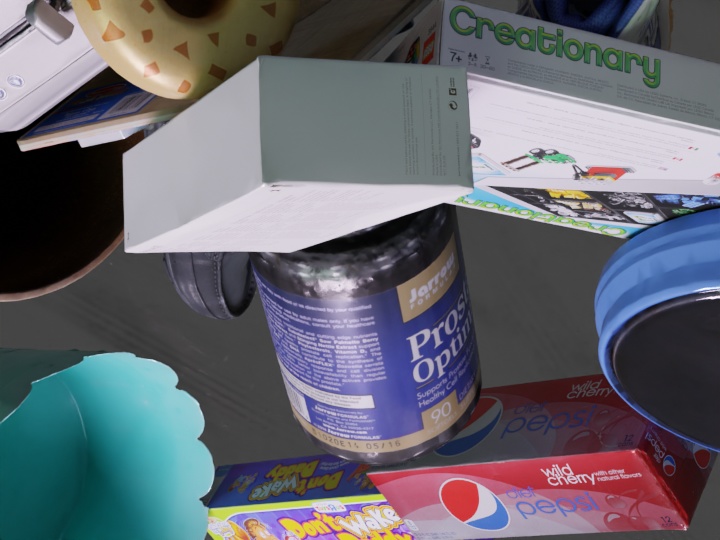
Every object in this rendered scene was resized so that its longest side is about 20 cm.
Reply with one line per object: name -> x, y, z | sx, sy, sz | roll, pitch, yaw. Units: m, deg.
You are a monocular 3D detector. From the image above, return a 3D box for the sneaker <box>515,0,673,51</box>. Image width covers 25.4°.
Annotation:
sneaker -> 0.093, -0.115, 0.676 | 0.075, 0.088, 0.201 | 18, 141, 15

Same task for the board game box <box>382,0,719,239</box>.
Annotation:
board game box -> 0.100, -0.055, 0.685 | 0.199, 0.035, 0.126 | 10, 161, -19

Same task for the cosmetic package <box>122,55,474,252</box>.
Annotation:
cosmetic package -> -0.034, -0.042, 0.642 | 0.082, 0.051, 0.200 | -2, 175, -22

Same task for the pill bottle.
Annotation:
pill bottle -> 0.000, 0.000, 0.845 | 0.111, 0.112, 0.201 | 12, 138, 24

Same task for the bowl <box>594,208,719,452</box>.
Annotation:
bowl -> 0.209, 0.040, 0.754 | 0.200, 0.040, 0.201 | 12, 152, 6

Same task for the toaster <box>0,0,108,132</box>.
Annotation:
toaster -> -0.140, -0.168, 0.721 | 0.129, 0.201, 0.114 | -22, 136, 34

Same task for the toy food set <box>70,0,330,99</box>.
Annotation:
toy food set -> -0.059, -0.185, 0.627 | 0.049, 0.200, 0.198 | 25, 152, 57

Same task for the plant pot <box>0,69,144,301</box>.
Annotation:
plant pot -> -0.242, -0.085, 0.890 | 0.200, 0.187, 0.187 | 6, 137, 50

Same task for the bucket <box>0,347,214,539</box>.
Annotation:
bucket -> -0.216, 0.147, 1.087 | 0.134, 0.207, 0.208 | 6, 136, 44

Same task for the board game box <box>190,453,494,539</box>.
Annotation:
board game box -> -0.006, 0.189, 1.105 | 0.199, 0.045, 0.135 | -13, 123, 43

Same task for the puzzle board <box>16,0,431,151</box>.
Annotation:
puzzle board -> -0.046, -0.104, 0.733 | 0.199, 0.151, 0.017 | -7, 120, 39

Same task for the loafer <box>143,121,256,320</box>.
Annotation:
loafer -> -0.073, -0.039, 0.888 | 0.070, 0.068, 0.201 | 14, 141, 13

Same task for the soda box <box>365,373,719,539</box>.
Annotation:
soda box -> 0.103, 0.109, 0.923 | 0.199, 0.070, 0.064 | -13, 123, 43
